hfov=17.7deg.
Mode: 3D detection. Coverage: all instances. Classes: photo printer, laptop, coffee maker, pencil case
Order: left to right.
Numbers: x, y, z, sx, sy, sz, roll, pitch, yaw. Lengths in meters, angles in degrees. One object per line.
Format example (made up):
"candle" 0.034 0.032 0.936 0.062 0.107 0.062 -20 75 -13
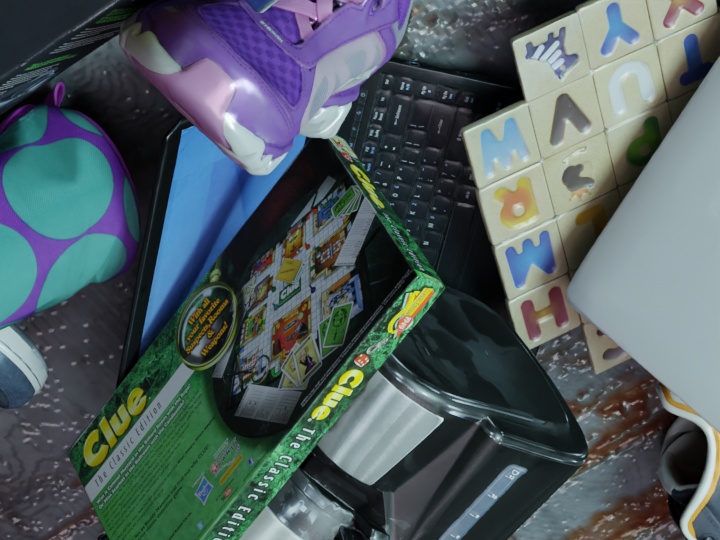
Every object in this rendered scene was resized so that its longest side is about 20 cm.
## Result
"pencil case" -0.198 -0.005 1.007 0.200 0.085 0.093 -25 90 -31
"laptop" 0.000 0.000 1.071 0.199 0.103 0.178 12 126 -4
"coffee maker" 0.003 0.106 1.086 0.200 0.135 0.192 -49 160 19
"photo printer" 0.205 -0.021 1.027 0.069 0.166 0.200 9 118 -55

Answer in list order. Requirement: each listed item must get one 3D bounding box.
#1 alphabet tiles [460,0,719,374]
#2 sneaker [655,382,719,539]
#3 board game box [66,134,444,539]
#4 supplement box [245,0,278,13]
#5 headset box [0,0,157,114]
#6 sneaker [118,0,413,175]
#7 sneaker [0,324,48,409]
"alphabet tiles" 0.134 -0.046 1.083 0.166 0.006 0.201 -25 128 -10
"sneaker" 0.200 0.125 1.207 0.079 0.079 0.201 -15 116 -1
"board game box" -0.050 0.045 1.005 0.023 0.105 0.200 19 118 -44
"supplement box" -0.047 -0.214 0.822 0.200 0.109 0.109 48 131 -12
"headset box" -0.163 -0.153 0.902 0.200 0.093 0.175 -30 92 16
"sneaker" -0.027 -0.098 0.907 0.088 0.200 0.081 -43 89 17
"sneaker" -0.254 0.053 1.056 0.202 0.147 0.077 30 158 -19
